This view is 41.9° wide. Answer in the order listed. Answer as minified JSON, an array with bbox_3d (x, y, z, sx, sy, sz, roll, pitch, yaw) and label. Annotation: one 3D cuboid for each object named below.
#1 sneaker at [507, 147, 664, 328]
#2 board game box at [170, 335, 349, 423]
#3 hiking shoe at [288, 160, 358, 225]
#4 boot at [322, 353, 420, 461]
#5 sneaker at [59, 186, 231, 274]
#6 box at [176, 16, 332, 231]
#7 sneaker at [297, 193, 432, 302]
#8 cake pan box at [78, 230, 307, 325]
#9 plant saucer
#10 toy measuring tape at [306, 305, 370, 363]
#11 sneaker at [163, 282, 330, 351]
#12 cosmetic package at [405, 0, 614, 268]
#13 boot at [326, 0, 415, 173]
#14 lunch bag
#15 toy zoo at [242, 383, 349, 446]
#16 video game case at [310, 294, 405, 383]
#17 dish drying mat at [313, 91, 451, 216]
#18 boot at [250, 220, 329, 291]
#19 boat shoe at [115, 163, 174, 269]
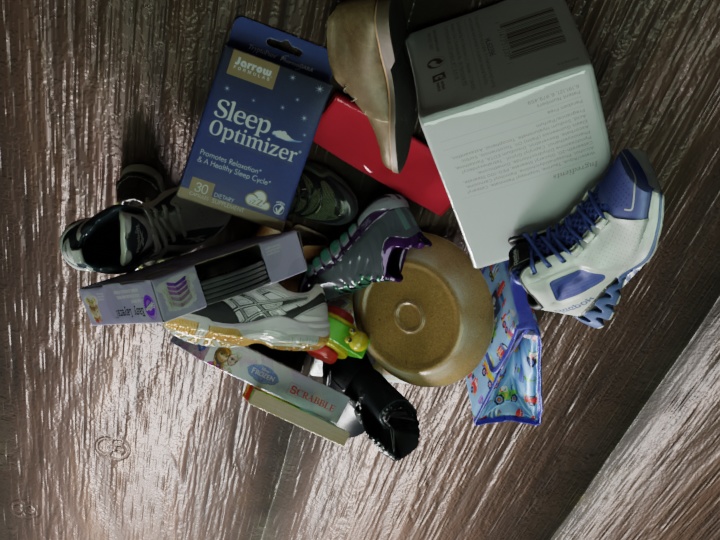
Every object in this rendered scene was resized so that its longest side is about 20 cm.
[{"bbox_3d":[0.206,-0.021,0.907,0.115,0.081,0.200,4,134,-10],"label":"sneaker"},{"bbox_3d":[-0.139,0.131,1.257,0.199,0.041,0.199,28,172,-21],"label":"board game box"},{"bbox_3d":[-0.098,-0.083,1.090,0.199,0.101,0.076,19,133,-14],"label":"hiking shoe"},{"bbox_3d":[0.013,0.201,1.274,0.076,0.168,0.201,-22,134,-19],"label":"boot"},{"bbox_3d":[-0.232,-0.043,1.039,0.198,0.130,0.080,-10,102,-15],"label":"sneaker"},{"bbox_3d":[-0.108,-0.155,1.001,0.121,0.032,0.201,18,99,-12],"label":"box"},{"bbox_3d":[0.000,0.000,1.141,0.074,0.088,0.200,-6,145,-50],"label":"sneaker"},{"bbox_3d":[-0.181,0.009,1.021,0.200,0.184,0.053,-7,103,52],"label":"cake pan box"},{"bbox_3d":[0.068,0.053,1.172,0.199,0.035,0.201,7,104,30],"label":"plant saucer"},{"bbox_3d":[-0.064,0.079,1.223,0.200,0.074,0.074,5,147,50],"label":"toy measuring tape"},{"bbox_3d":[-0.134,0.045,1.116,0.199,0.088,0.076,6,165,-21],"label":"sneaker"},{"bbox_3d":[0.158,-0.144,0.960,0.166,0.168,0.200,-17,130,11],"label":"cosmetic package"},{"bbox_3d":[0.014,-0.196,1.005,0.075,0.074,0.201,2,127,18],"label":"boot"},{"bbox_3d":[0.189,0.074,1.185,0.094,0.151,0.201,0,132,-5],"label":"lunch bag"},{"bbox_3d":[-0.090,0.187,1.239,0.131,0.021,0.200,26,172,-8],"label":"toy zoo"},{"bbox_3d":[0.032,0.090,1.302,0.199,0.023,0.183,5,134,-1],"label":"video game case"},{"bbox_3d":[0.036,-0.133,1.091,0.199,0.018,0.077,27,130,-22],"label":"dish drying mat"},{"bbox_3d":[-0.148,-0.004,1.185,0.199,0.074,0.155,7,132,-29],"label":"boot"},{"bbox_3d":[-0.267,-0.036,1.175,0.071,0.061,0.202,-1,134,4],"label":"boat shoe"}]
